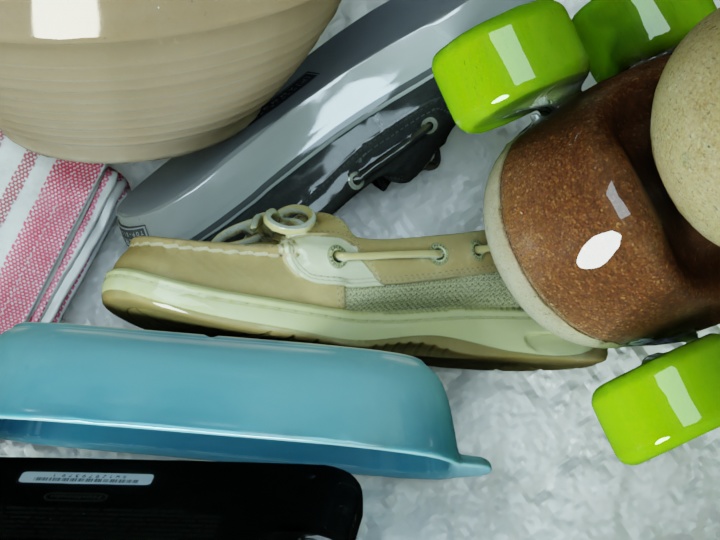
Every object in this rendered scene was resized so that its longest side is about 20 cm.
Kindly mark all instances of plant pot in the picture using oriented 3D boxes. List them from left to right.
[{"bbox_3d":[-0.090,-0.100,0.855,0.200,0.201,0.093,-2,115,0],"label":"plant pot"}]

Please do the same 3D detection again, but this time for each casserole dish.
[{"bbox_3d":[-0.051,0.047,0.831,0.200,0.121,0.039,5,81,3],"label":"casserole dish"}]

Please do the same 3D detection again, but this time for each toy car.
[{"bbox_3d":[0.151,-0.050,0.796,0.158,0.200,0.165,-21,83,-42],"label":"toy car"}]

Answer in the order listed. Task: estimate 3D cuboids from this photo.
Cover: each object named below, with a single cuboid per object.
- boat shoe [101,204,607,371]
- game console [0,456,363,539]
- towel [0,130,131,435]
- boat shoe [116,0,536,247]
[{"bbox_3d":[0.002,0.000,0.840,0.200,0.073,0.063,5,83,-23],"label":"boat shoe"},{"bbox_3d":[-0.105,0.152,0.791,0.200,0.176,0.117,1,113,8],"label":"game console"},{"bbox_3d":[-0.207,-0.016,0.896,0.200,0.030,0.147,26,82,6],"label":"towel"},{"bbox_3d":[-0.001,-0.055,0.889,0.200,0.069,0.057,-35,110,-8],"label":"boat shoe"}]
